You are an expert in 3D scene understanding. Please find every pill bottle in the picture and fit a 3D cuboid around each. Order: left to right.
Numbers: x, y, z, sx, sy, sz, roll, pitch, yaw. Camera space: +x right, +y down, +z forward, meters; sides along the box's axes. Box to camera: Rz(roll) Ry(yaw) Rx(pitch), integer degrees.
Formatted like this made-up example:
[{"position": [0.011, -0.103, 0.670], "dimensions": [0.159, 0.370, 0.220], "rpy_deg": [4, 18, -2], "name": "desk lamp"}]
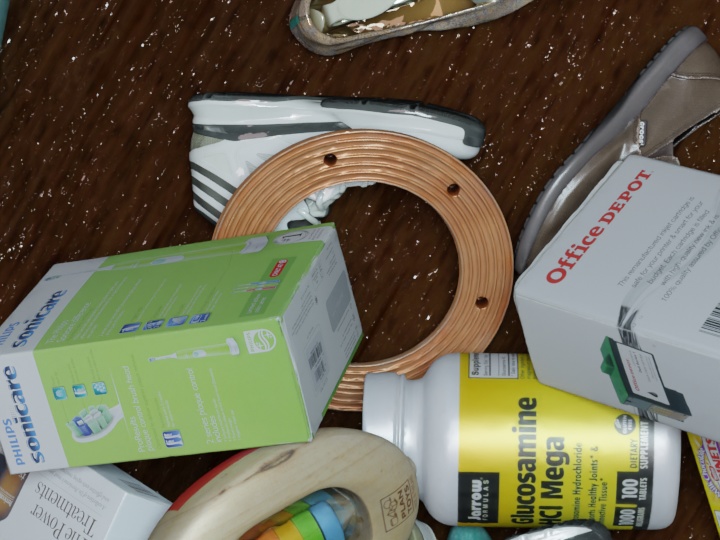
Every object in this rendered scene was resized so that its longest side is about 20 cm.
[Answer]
[{"position": [0.102, 0.109, 1.356], "dimensions": [0.199, 0.112, 0.113], "rpy_deg": [0, 88, 3], "name": "pill bottle"}]

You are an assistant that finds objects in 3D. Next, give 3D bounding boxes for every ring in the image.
[{"position": [0.000, 0.000, 1.374], "dimensions": [0.200, 0.019, 0.201], "rpy_deg": [-2, 114, -4], "name": "ring"}]

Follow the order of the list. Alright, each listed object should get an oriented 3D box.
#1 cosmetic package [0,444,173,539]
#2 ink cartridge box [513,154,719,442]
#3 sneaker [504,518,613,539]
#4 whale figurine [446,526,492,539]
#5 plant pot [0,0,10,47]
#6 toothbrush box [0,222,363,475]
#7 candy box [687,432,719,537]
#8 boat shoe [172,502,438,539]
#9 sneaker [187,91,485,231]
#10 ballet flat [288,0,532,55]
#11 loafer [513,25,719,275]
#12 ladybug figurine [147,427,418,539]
[{"position": [-0.216, 0.179, 1.340], "dimensions": [0.200, 0.052, 0.151], "rpy_deg": [23, 90, 48], "name": "cosmetic package"}, {"position": [0.215, 0.021, 1.270], "dimensions": [0.200, 0.084, 0.146], "rpy_deg": [17, 51, 37], "name": "ink cartridge box"}, {"position": [0.077, 0.220, 1.313], "dimensions": [0.200, 0.074, 0.080], "rpy_deg": [-32, 72, 19], "name": "sneaker"}, {"position": [0.125, 0.244, 1.354], "dimensions": [0.200, 0.104, 0.159], "rpy_deg": [36, 90, 7], "name": "whale figurine"}, {"position": [-0.306, -0.197, 1.360], "dimensions": [0.200, 0.200, 0.197], "rpy_deg": [8, 97, 3], "name": "plant pot"}, {"position": [-0.115, 0.047, 1.301], "dimensions": [0.199, 0.146, 0.086], "rpy_deg": [-7, 112, 16], "name": "toothbrush box"}, {"position": [0.272, 0.171, 1.328], "dimensions": [0.026, 0.102, 0.201], "rpy_deg": [-30, 108, -34], "name": "candy box"}, {"position": [-0.043, 0.188, 1.379], "dimensions": [0.199, 0.068, 0.075], "rpy_deg": [2, 79, 25], "name": "boat shoe"}, {"position": [-0.017, -0.058, 1.398], "dimensions": [0.200, 0.076, 0.116], "rpy_deg": [3, 96, 11], "name": "sneaker"}, {"position": [0.049, -0.189, 1.394], "dimensions": [0.199, 0.067, 0.068], "rpy_deg": [-22, 87, 1], "name": "ballet flat"}, {"position": [0.177, -0.067, 1.379], "dimensions": [0.071, 0.073, 0.200], "rpy_deg": [40, 90, 5], "name": "loafer"}, {"position": [-0.053, 0.161, 1.272], "dimensions": [0.200, 0.072, 0.136], "rpy_deg": [-25, 121, -26], "name": "ladybug figurine"}]
